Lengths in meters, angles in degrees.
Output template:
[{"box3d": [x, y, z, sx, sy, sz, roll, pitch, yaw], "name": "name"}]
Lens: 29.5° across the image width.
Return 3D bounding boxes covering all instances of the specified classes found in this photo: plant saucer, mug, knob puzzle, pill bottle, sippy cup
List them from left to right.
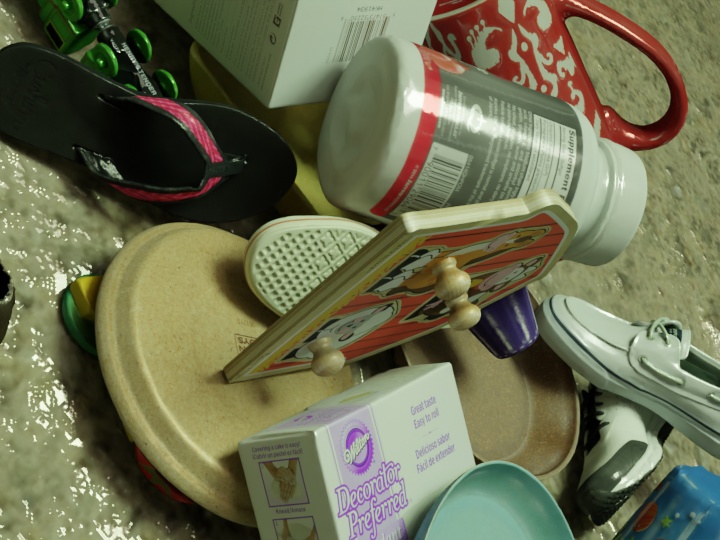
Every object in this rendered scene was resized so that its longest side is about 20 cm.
[{"box3d": [-0.027, -0.097, 0.991, 0.201, 0.048, 0.200, 52, 35, -4], "name": "plant saucer"}, {"box3d": [0.046, 0.016, 0.772, 0.218, 0.219, 0.031, -4, 64, -51], "name": "knob puzzle"}, {"box3d": [0.084, 0.065, 1.003, 0.199, 0.037, 0.202, 31, 42, -32], "name": "plant saucer"}, {"box3d": [0.081, -0.067, 0.869, 0.198, 0.111, 0.112, 17, 49, -26], "name": "pill bottle"}, {"box3d": [0.075, 0.210, 0.771, 0.199, 0.027, 0.203, 20, 65, -51], "name": "plant saucer"}, {"box3d": [0.124, -0.134, 0.987, 0.133, 0.177, 0.201, 36, -22, 58], "name": "mug"}, {"box3d": [0.225, 0.210, 0.932, 0.139, 0.131, 0.178, 28, 11, -9], "name": "sippy cup"}]

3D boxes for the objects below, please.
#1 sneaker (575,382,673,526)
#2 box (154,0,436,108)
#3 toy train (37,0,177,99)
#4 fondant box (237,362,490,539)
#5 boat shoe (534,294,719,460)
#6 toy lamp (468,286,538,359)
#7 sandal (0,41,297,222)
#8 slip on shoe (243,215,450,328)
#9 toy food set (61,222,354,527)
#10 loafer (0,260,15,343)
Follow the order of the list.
[{"box3d": [0.197, 0.127, 1.074, 0.080, 0.074, 0.200, 41, 31, 4], "name": "sneaker"}, {"box3d": [-0.059, -0.206, 0.913, 0.123, 0.098, 0.200, -13, 45, -40], "name": "box"}, {"box3d": [-0.182, -0.171, 0.858, 0.042, 0.056, 0.201, -31, 88, -39], "name": "toy train"}, {"box3d": [0.018, 0.169, 0.774, 0.144, 0.058, 0.203, -19, 96, -54], "name": "fondant box"}, {"box3d": [0.231, 0.066, 1.053, 0.199, 0.067, 0.074, 31, 31, -8], "name": "boat shoe"}, {"box3d": [0.063, -0.032, 0.960, 0.202, 0.058, 0.058, 61, 35, -4], "name": "toy lamp"}, {"box3d": [-0.129, -0.074, 0.813, 0.198, 0.076, 0.045, 18, 14, -25], "name": "sandal"}, {"box3d": [0.000, 0.000, 0.862, 0.199, 0.075, 0.061, 5, 20, -46], "name": "slip on shoe"}, {"box3d": [-0.077, 0.058, 0.807, 0.199, 0.048, 0.200, -5, 67, -51], "name": "toy food set"}, {"box3d": [-0.224, -0.048, 0.695, 0.073, 0.071, 0.201, -21, 80, -54], "name": "loafer"}]
